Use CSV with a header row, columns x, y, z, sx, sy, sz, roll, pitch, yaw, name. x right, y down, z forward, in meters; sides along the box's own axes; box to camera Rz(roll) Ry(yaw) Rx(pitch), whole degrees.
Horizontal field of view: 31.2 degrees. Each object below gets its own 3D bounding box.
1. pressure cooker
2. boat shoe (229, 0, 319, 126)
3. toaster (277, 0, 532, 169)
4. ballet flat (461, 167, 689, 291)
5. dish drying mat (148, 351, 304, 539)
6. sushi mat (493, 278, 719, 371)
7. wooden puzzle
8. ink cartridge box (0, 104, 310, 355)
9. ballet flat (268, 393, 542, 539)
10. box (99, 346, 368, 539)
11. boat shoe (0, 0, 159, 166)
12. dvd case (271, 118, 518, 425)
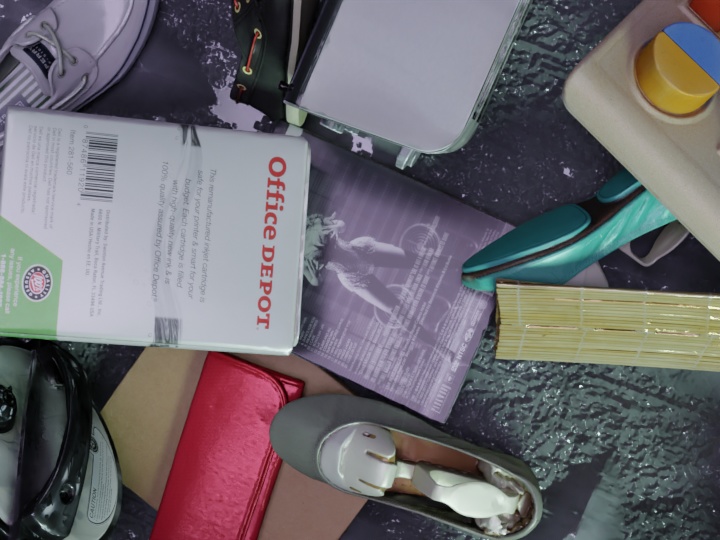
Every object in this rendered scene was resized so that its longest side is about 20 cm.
x,y,z,sx,sy,sz,roll,pitch,yaw,name
-0.261,0.147,0.880,0.199,0.178,0.177,-31,84,21,pressure cooker
-0.057,-0.169,0.845,0.062,0.202,0.074,18,62,2,boat shoe
0.044,-0.171,0.833,0.118,0.181,0.202,24,97,3,toaster
0.166,-0.022,0.873,0.199,0.067,0.071,-32,106,4,ballet flat
-0.105,0.163,0.929,0.076,0.018,0.202,19,96,8,dish drying mat
0.188,0.039,0.865,0.197,0.096,0.012,3,54,5,sushi mat
0.258,-0.120,0.834,0.185,0.046,0.200,45,72,4,wooden puzzle
-0.139,-0.022,0.859,0.198,0.084,0.148,6,85,-11,ink cartridge box
0.034,0.135,0.886,0.198,0.064,0.068,17,99,-5,ballet flat
-0.085,0.125,0.944,0.199,0.021,0.164,37,97,5,box
-0.222,-0.145,0.929,0.073,0.067,0.200,41,98,4,boat shoe
0.000,0.000,0.918,0.198,0.016,0.150,24,88,6,dvd case
